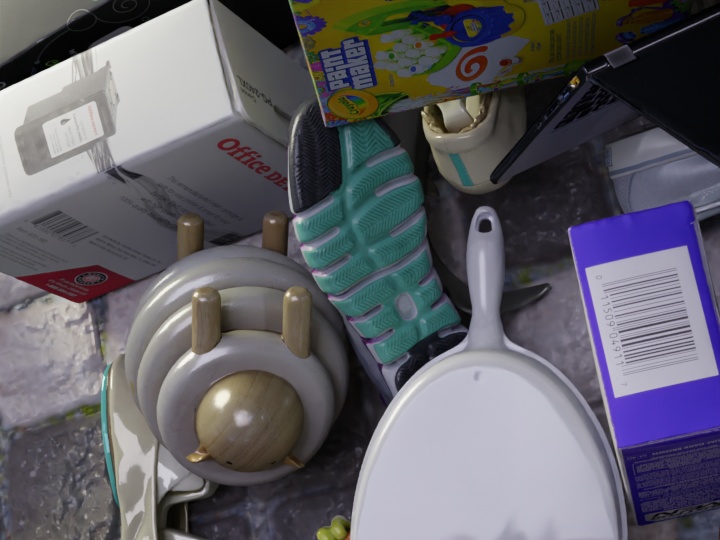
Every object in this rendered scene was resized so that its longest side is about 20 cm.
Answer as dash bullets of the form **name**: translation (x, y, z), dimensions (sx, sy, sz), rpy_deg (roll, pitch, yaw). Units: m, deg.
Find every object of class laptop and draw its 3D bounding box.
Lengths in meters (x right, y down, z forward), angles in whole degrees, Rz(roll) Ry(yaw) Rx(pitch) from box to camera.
- **laptop**: translation (0.196, -0.073, 0.972), dimensions (0.187, 0.200, 0.116), rpy_deg (-25, 78, -25)

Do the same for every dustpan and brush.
- **dustpan and brush**: translation (0.064, 0.062, 1.026), dimensions (0.139, 0.057, 0.200), rpy_deg (-2, 82, 9)

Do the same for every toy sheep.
- **toy sheep**: translation (-0.069, 0.044, 1.123), dimensions (0.138, 0.138, 0.200), rpy_deg (-36, 26, 13)

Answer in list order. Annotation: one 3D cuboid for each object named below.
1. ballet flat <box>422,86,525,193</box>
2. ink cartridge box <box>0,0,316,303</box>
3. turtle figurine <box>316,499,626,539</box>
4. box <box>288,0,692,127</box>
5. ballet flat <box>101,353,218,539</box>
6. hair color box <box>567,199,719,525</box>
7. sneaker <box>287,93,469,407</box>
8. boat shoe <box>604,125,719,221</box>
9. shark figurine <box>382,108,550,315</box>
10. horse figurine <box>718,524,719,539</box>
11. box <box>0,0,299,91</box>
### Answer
- **ballet flat**: translation (0.058, -0.140, 1.089), dimensions (0.069, 0.069, 0.200), rpy_deg (-12, 62, 22)
- **ink cartridge box**: translation (-0.128, -0.065, 1.172), dimensions (0.200, 0.145, 0.084), rpy_deg (-22, 67, 19)
- **turtle figurine**: translation (0.069, 0.169, 1.067), dimensions (0.200, 0.064, 0.161), rpy_deg (35, 90, 3)
- **box**: translation (0.054, -0.175, 0.951), dimensions (0.192, 0.200, 0.122), rpy_deg (-12, 73, 1)
- **ballet flat**: translation (-0.110, 0.146, 1.161), dimensions (0.069, 0.069, 0.200), rpy_deg (-7, 81, 23)
- **hair color box**: translation (0.148, 0.051, 0.983), dimensions (0.065, 0.200, 0.110), rpy_deg (-12, 72, 5)
- **sneaker**: translation (0.000, 0.000, 1.086), dimensions (0.074, 0.088, 0.200), rpy_deg (-26, 102, -20)
- **boat shoe**: translation (0.232, -0.060, 1.058), dimensions (0.200, 0.070, 0.072), rpy_deg (-13, 95, 17)
- **shark figurine**: translation (0.027, -0.063, 1.136), dimensions (0.128, 0.089, 0.215), rpy_deg (-11, 71, 23)
- **horse figurine**: translation (0.252, 0.104, 0.978), dimensions (0.200, 0.050, 0.133), rpy_deg (-31, 110, 16)
- **box**: translation (-0.133, -0.182, 1.201), dimensions (0.200, 0.149, 0.124), rpy_deg (-28, 66, 16)
